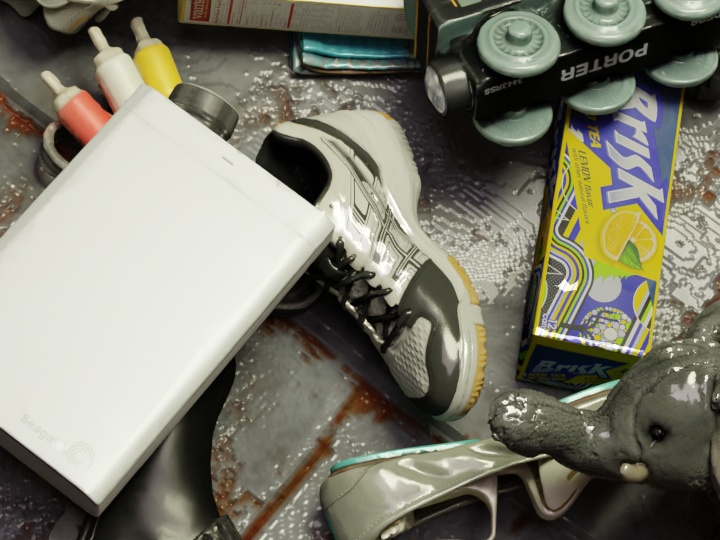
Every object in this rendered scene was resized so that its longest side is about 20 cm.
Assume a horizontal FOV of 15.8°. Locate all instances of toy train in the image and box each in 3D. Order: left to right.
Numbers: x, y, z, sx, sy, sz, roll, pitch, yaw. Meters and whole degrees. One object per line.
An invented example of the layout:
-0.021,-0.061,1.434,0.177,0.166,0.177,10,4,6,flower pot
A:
0.118,-0.147,1.452,0.199,0.085,0.114,-19,56,-13,toy train

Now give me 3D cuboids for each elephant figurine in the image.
0.192,0.083,1.342,0.200,0.141,0.156,49,60,-30,elephant figurine

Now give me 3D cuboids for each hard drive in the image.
-0.124,0.012,1.348,0.132,0.026,0.200,36,66,9,hard drive

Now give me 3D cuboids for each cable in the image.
-0.106,-0.048,1.459,0.097,0.050,0.200,-34,73,-21,cable

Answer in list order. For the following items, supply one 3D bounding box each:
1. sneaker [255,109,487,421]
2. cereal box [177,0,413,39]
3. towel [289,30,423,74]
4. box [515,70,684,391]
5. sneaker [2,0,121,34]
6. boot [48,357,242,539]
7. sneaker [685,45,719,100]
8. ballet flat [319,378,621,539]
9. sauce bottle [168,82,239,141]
0.000,0.000,1.427,0.087,0.076,0.201,-1,52,-34,sneaker
-0.007,-0.207,1.529,0.199,0.040,0.145,4,63,-7,cereal box
0.055,-0.183,1.561,0.199,0.022,0.148,0,65,-7,towel
0.138,-0.033,1.476,0.070,0.064,0.201,11,63,-2,box
-0.138,-0.176,1.468,0.075,0.199,0.093,21,81,-42,sneaker
-0.071,0.138,1.356,0.157,0.079,0.212,21,74,11,boot
0.203,-0.200,1.562,0.090,0.070,0.201,-11,72,-31,sneaker
0.078,0.113,1.400,0.199,0.067,0.064,-16,71,-7,ballet flat
-0.126,-0.006,1.412,0.064,0.065,0.201,26,75,6,sauce bottle
